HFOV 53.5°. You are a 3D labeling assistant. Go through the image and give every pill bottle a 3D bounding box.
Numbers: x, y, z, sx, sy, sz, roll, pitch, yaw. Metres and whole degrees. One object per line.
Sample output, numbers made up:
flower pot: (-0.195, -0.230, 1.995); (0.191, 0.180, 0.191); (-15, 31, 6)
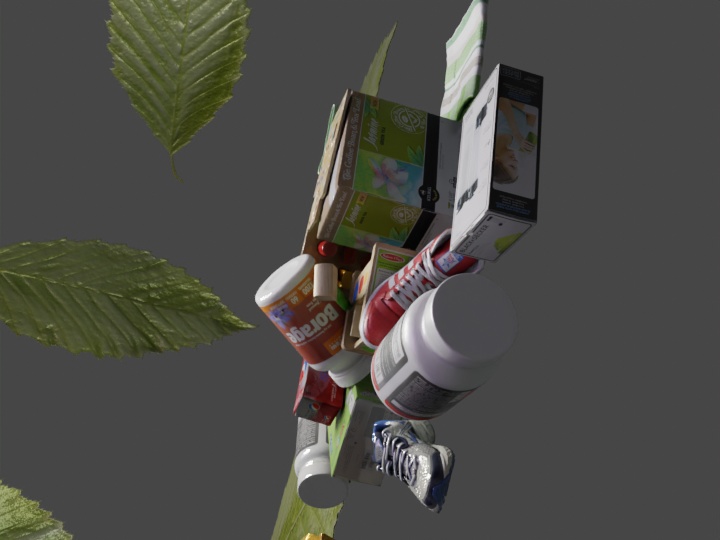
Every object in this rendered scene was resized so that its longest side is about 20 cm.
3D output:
pill bottle: (-0.061, 0.082, 1.112); (0.112, 0.200, 0.112); (-35, 17, 12)
pill bottle: (-0.070, 0.350, 1.385); (0.200, 0.112, 0.114); (-90, 17, -58)
pill bottle: (0.090, 0.088, 0.794); (0.200, 0.115, 0.116); (121, 160, -60)

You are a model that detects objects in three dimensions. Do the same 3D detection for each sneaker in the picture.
sneaker: (0.081, 0.016, 0.902); (0.200, 0.071, 0.112); (-47, 4, -19)
sneaker: (0.056, 0.236, 0.884); (0.200, 0.085, 0.078); (-153, 77, -80)

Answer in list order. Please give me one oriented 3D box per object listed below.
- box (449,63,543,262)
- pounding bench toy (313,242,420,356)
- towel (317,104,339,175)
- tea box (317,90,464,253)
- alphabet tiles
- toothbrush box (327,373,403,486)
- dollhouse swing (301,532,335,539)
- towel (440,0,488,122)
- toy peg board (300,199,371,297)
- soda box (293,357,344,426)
box: (0.160, -0.124, 0.841); (0.117, 0.060, 0.201); (122, 159, -63)
pounding bench toy: (0.017, 0.047, 1.023); (0.156, 0.199, 0.125); (129, 152, -68)
towel: (0.017, -0.222, 1.418); (0.023, 0.199, 0.153); (-19, 56, 57)
tea box: (0.050, -0.138, 1.096); (0.134, 0.196, 0.201); (116, 164, -53)
alphabet tiles: (-0.054, -0.164, 1.124); (0.167, 0.008, 0.201); (148, 136, -77)
toothbrush box: (0.004, 0.235, 1.187); (0.200, 0.086, 0.146); (-110, 35, -72)
dollhouse swing: (-0.043, 0.478, 0.926); (0.176, 0.181, 0.200); (-59, -1, -33)
towel: (0.167, -0.335, 1.186); (0.149, 0.031, 0.201); (124, 158, -67)
toy peg board: (0.000, 0.000, 1.187); (0.098, 0.199, 0.200); (-165, 88, -81)
soda box: (-0.060, 0.157, 1.212); (0.064, 0.070, 0.201); (118, 166, -44)
